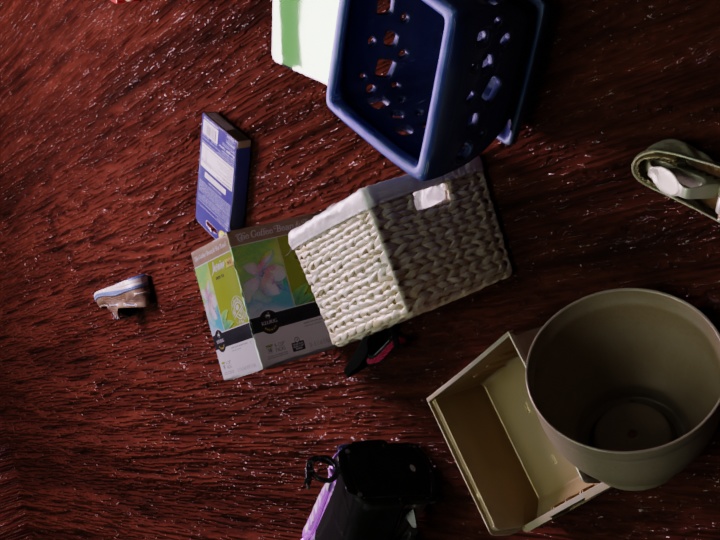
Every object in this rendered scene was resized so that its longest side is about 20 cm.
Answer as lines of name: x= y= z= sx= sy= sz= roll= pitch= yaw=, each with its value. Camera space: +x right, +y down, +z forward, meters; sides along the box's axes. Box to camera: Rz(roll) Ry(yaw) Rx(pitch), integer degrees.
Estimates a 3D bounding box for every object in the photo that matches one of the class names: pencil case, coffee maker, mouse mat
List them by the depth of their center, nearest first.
coffee maker: x=-0.004 y=0.346 z=1.613 sx=0.136 sy=0.189 sz=0.202 roll=-76 pitch=4 yaw=-53
mouse mat: x=-0.073 y=-0.358 z=1.622 sx=0.199 sy=0.007 sz=0.164 roll=31 pitch=126 yaw=46
pencil case: x=-0.034 y=0.365 z=1.750 sx=0.084 sy=0.084 sz=0.202 roll=48 pitch=138 yaw=32

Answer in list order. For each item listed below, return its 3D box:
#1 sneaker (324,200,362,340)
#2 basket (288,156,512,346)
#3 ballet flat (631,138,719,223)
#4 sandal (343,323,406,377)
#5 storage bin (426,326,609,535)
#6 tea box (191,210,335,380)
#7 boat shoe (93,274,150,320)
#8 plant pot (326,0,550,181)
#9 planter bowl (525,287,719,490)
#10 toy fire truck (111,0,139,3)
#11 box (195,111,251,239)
sneaker: x=0.000 y=-0.001 z=1.583 sx=0.093 sy=0.069 sz=0.204 roll=-5 pitch=94 yaw=61
basket: x=0.053 y=-0.024 z=1.393 sx=0.199 sy=0.196 sz=0.163 roll=-28 pitch=83 yaw=54
ballet flat: x=0.341 y=-0.069 z=1.072 sx=0.199 sy=0.062 sz=0.069 roll=32 pitch=127 yaw=46
sandal: x=0.032 y=0.107 z=1.582 sx=0.045 sy=0.074 sz=0.201 roll=55 pitch=149 yaw=17
storage bin: x=0.200 y=0.193 z=1.342 sx=0.200 sy=0.093 sz=0.201 roll=-47 pitch=63 yaw=51
tea box: x=-0.115 y=0.033 z=1.648 sx=0.133 sy=0.197 sz=0.200 roll=-22 pitch=84 yaw=56
boat shoe: x=-0.491 y=0.064 z=2.319 sx=0.199 sy=0.071 sz=0.074 roll=-19 pitch=88 yaw=56
plant pot: x=0.093 y=-0.244 z=1.267 sx=0.200 sy=0.178 sz=0.203 roll=41 pitch=133 yaw=39
planter bowl: x=0.275 y=0.138 z=1.153 sx=0.200 sy=0.199 sz=0.136 roll=40 pitch=159 yaw=40
toy fire truck: x=-0.389 y=-0.539 z=1.979 sx=0.199 sy=0.048 sz=0.144 roll=23 pitch=120 yaw=49
box: x=-0.234 y=-0.151 z=1.905 sx=0.121 sy=0.032 sz=0.203 roll=40 pitch=131 yaw=42
